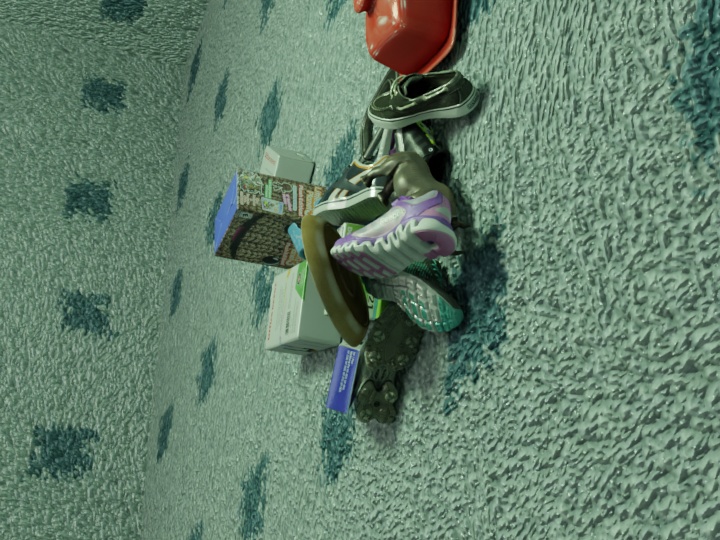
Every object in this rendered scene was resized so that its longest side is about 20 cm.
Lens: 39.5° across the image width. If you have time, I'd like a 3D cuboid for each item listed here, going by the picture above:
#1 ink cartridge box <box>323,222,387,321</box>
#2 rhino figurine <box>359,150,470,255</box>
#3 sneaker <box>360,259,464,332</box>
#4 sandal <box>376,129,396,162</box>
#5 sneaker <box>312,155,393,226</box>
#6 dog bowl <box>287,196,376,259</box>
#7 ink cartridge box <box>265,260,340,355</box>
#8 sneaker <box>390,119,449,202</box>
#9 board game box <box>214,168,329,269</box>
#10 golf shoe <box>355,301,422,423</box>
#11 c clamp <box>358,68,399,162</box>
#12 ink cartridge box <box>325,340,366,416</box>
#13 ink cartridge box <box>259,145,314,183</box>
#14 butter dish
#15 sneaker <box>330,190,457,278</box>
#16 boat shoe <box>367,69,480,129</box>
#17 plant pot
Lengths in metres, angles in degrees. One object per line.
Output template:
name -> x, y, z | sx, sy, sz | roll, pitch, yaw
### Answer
ink cartridge box -> 0.000, 0.000, 1.563 | 0.200, 0.076, 0.148 | 149, 130, -81
rhino figurine -> 0.084, -0.090, 1.382 | 0.087, 0.060, 0.200 | -42, 55, 9
sneaker -> 0.084, 0.014, 1.387 | 0.200, 0.091, 0.078 | 34, 144, 45
sandal -> 0.059, -0.211, 1.616 | 0.203, 0.050, 0.083 | 104, 179, -47
sneaker -> -0.001, -0.123, 1.566 | 0.200, 0.078, 0.080 | -15, 63, 52
dog bowl -> -0.045, -0.075, 1.723 | 0.200, 0.111, 0.050 | -38, 58, 49
ink cartridge box -> -0.101, 0.072, 1.841 | 0.200, 0.084, 0.145 | 155, 123, -66
sneaker -> 0.100, -0.170, 1.486 | 0.083, 0.072, 0.201 | -14, 62, 36
board game box -> -0.164, -0.092, 1.928 | 0.160, 0.199, 0.097 | 124, 149, -48
golf shoe -> 0.031, 0.123, 1.479 | 0.097, 0.078, 0.200 | -113, 39, -66
c clamp -> 0.032, -0.247, 1.744 | 0.200, 0.027, 0.171 | 119, 158, -44
ink cartridge box -> -0.020, 0.159, 1.540 | 0.200, 0.039, 0.100 | 3, -81, -87
ink cartridge box -> -0.176, -0.159, 2.166 | 0.145, 0.084, 0.201 | -138, 62, -67
butter dish -> 0.060, -0.407, 1.564 | 0.200, 0.147, 0.200 | 149, 129, -65
sneaker -> 0.047, -0.052, 1.325 | 0.200, 0.080, 0.089 | -17, 51, 40
boat shoe -> 0.079, -0.255, 1.449 | 0.200, 0.064, 0.071 | -3, 54, 44
plant pot -> -0.030, 0.010, 1.421 | 0.200, 0.027, 0.201 | -22, -90, -78
